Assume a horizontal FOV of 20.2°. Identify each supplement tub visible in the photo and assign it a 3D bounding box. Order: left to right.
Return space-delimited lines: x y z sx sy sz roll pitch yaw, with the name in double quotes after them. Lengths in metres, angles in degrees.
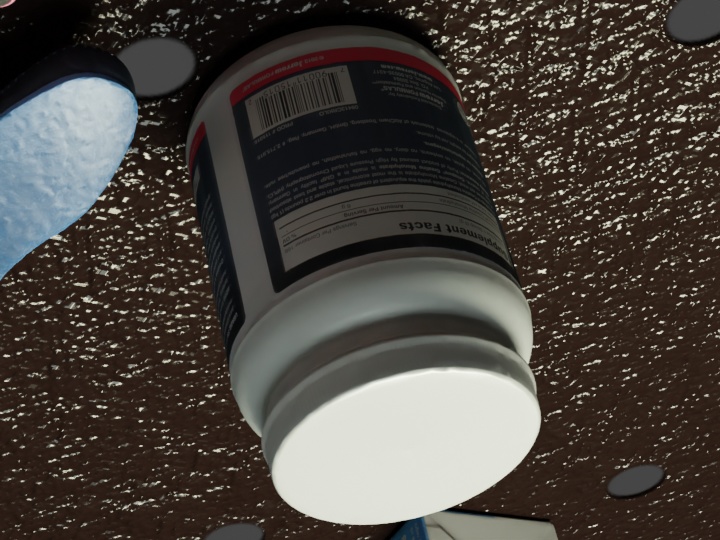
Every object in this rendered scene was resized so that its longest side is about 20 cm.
0.000 0.000 0.941 0.139 0.201 0.141 -10 144 -7 "supplement tub"

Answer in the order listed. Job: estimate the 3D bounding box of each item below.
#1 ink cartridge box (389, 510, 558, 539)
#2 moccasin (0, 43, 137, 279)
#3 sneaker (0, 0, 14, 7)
0.043 0.249 1.399 0.115 0.067 0.200 10 136 -31 "ink cartridge box"
-0.178 -0.043 0.936 0.080 0.069 0.200 29 124 -35 "moccasin"
-0.181 -0.123 0.831 0.199 0.080 0.095 -27 154 18 "sneaker"
